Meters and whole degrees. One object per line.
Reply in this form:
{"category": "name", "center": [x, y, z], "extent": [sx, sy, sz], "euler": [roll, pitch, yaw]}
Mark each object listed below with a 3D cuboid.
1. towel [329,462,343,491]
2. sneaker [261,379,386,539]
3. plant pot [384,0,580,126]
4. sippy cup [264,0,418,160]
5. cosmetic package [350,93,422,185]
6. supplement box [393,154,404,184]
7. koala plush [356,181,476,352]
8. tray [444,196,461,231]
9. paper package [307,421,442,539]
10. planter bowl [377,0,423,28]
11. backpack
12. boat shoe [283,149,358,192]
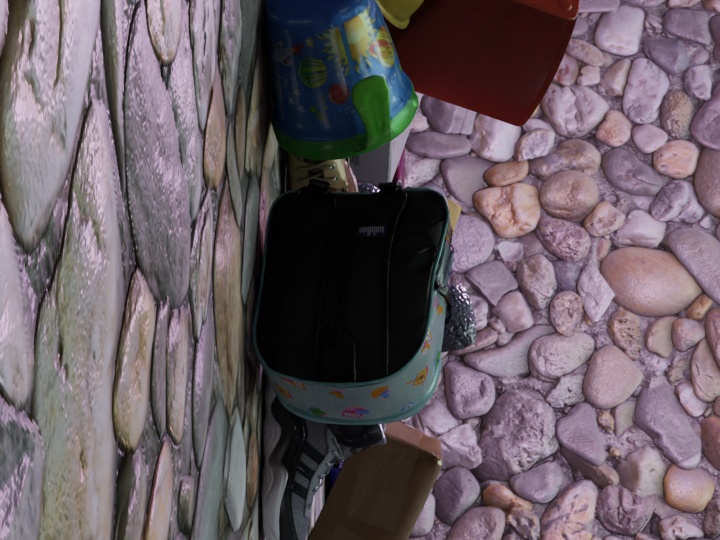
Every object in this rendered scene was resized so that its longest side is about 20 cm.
{"category": "towel", "center": [-0.026, 0.347, 2.221], "extent": [0.148, 0.049, 0.202], "euler": [-57, 149, -70]}
{"category": "sneaker", "center": [-0.033, 0.177, 1.413], "extent": [0.075, 0.112, 0.203], "euler": [-19, 110, -86]}
{"category": "plant pot", "center": [0.130, -0.295, 1.545], "extent": [0.176, 0.198, 0.202], "euler": [139, -36, -64]}
{"category": "sippy cup", "center": [-0.026, -0.189, 1.345], "extent": [0.140, 0.176, 0.131], "euler": [-49, 139, -37]}
{"category": "cosmetic package", "center": [0.005, -0.192, 1.634], "extent": [0.082, 0.112, 0.201], "euler": [92, 15, -44]}
{"category": "supplement box", "center": [0.006, -0.163, 1.999], "extent": [0.131, 0.102, 0.202], "euler": [-83, 173, -55]}
{"category": "koala plush", "center": [0.000, 0.000, 1.613], "extent": [0.176, 0.182, 0.202], "euler": [-12, 92, -50]}
{"category": "tray", "center": [0.059, 0.008, 1.920], "extent": [0.098, 0.037, 0.202], "euler": [-4, -117, 58]}
{"category": "paper package", "center": [0.011, 0.273, 1.725], "extent": [0.191, 0.103, 0.202], "euler": [-6, 121, -86]}
{"category": "planter bowl", "center": [0.033, -0.334, 1.406], "extent": [0.201, 0.083, 0.201], "euler": [55, 21, -33]}
{"category": "backpack", "center": [-0.005, 0.040, 1.336], "extent": [0.154, 0.174, 0.202], "euler": [81, 14, -51]}
{"category": "boat shoe", "center": [-0.046, -0.114, 1.500], "extent": [0.074, 0.075, 0.203], "euler": [28, 56, -80]}
